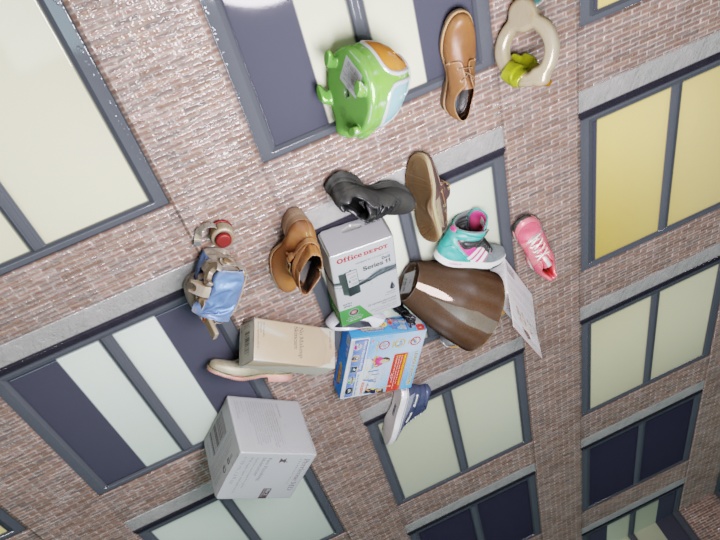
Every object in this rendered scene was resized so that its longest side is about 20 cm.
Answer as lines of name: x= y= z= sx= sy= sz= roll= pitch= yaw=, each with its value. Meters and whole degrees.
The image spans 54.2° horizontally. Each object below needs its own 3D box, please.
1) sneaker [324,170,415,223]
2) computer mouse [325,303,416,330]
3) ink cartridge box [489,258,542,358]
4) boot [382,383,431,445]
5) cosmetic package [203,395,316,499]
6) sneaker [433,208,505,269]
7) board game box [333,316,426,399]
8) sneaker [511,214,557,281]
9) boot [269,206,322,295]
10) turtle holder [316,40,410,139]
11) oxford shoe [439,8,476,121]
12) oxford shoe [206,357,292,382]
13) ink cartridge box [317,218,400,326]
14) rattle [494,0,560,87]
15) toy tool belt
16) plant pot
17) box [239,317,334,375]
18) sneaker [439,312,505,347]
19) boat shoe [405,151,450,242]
sneaker: x=0.026 y=-0.129 z=1.371 sx=0.197 sy=0.092 sz=0.077 roll=5 pitch=133 yaw=-29
computer mouse: x=0.019 y=0.097 z=1.563 sx=0.196 sy=0.110 sz=0.045 roll=-4 pitch=113 yaw=-11
ink cartridge box: x=0.363 y=0.095 z=1.650 sx=0.044 sy=0.179 sz=0.200 roll=-17 pitch=145 yaw=26
boot: x=0.123 y=0.383 z=1.858 sx=0.089 sy=0.073 sz=0.203 roll=2 pitch=126 yaw=-20
cosmetic package: x=-0.238 y=0.416 z=1.651 sx=0.197 sy=0.166 sz=0.166 roll=11 pitch=124 yaw=-32
sneaker: x=0.258 y=-0.074 z=1.540 sx=0.197 sy=0.084 sz=0.122 roll=-3 pitch=129 yaw=-35
board game box: x=0.044 y=0.206 z=1.686 sx=0.192 sy=0.056 sz=0.203 roll=-5 pitch=129 yaw=-22
sneaker: x=0.414 y=-0.051 z=1.624 sx=0.073 sy=0.087 sz=0.201 roll=-35 pitch=134 yaw=5
boot: x=-0.118 y=-0.002 z=1.364 sx=0.075 sy=0.156 sz=0.203 roll=1 pitch=127 yaw=-26
turtle holder: x=0.015 y=-0.295 z=1.196 sx=0.130 sy=0.140 sz=0.189 roll=-24 pitch=127 yaw=-28
oxford shoe: x=0.185 y=-0.365 z=1.265 sx=0.070 sy=0.072 sz=0.203 roll=-16 pitch=131 yaw=-10
oxford shoe: x=-0.241 y=0.200 z=1.552 sx=0.196 sy=0.071 sz=0.075 roll=6 pitch=100 yaw=-28
ink cartridge box: x=0.000 y=0.000 z=1.472 sx=0.144 sy=0.084 sz=0.202 roll=-19 pitch=132 yaw=-10
rattle: x=0.326 y=-0.438 z=1.274 sx=0.141 sy=0.129 sz=0.204 roll=-11 pitch=106 yaw=-31
toy tool belt: x=-0.267 y=0.021 z=1.335 sx=0.123 sy=0.124 sz=0.203 roll=3 pitch=126 yaw=-27
plant pot: x=0.186 y=0.058 z=1.563 sx=0.197 sy=0.188 sz=0.189 roll=21 pitch=118 yaw=-21
box: x=-0.156 y=0.166 z=1.516 sx=0.197 sy=0.097 sz=0.077 roll=9 pitch=158 yaw=-32
sneaker: x=0.267 y=0.106 z=1.699 sx=0.199 sy=0.078 sz=0.078 roll=-39 pitch=135 yaw=-5
boat shoe: x=0.145 y=-0.158 z=1.432 sx=0.072 sy=0.071 sz=0.203 roll=-40 pitch=130 yaw=-32
